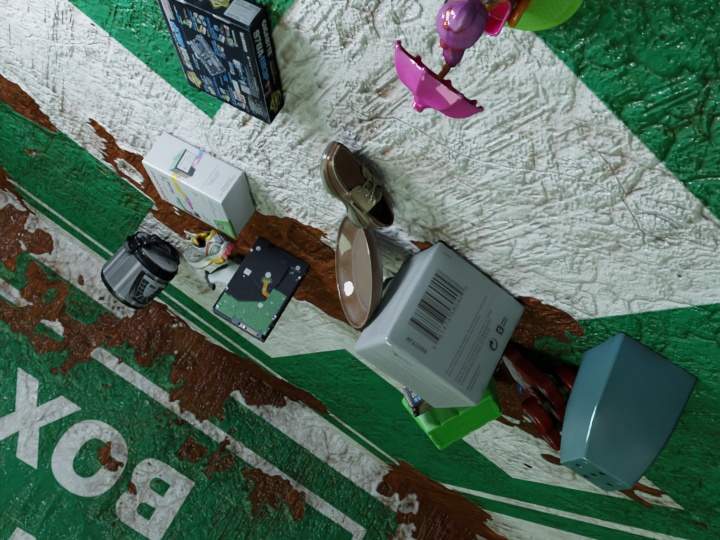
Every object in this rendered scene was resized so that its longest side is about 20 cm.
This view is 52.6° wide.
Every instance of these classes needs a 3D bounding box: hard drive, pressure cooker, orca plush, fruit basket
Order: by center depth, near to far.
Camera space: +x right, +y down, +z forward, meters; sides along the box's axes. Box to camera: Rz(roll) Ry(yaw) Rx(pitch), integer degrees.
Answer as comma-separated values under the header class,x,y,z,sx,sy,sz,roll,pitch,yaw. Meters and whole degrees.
class,x,y,z,sx,sy,sz,roll,pitch,yaw
fruit basket,0.194,0.260,1.593,0.213,0.218,0.156,15,154,37
hard drive,-0.221,0.041,1.625,0.138,0.202,0.038,27,159,8
orca plush,-0.314,0.021,1.891,0.198,0.108,0.070,-21,169,36
pressure cooker,-0.626,-0.013,2.097,0.179,0.200,0.176,45,-171,-9

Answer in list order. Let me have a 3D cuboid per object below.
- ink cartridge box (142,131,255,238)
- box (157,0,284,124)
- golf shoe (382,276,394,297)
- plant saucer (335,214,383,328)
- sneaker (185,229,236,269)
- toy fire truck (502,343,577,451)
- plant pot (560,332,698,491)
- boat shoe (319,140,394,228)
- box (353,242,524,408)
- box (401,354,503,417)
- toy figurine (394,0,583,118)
class,x,y,z,sx,sy,sz,roll,pitch,yaw
ink cartridge box,-0.323,-0.171,1.467,0.197,0.085,0.145,27,159,15
box,-0.194,-0.311,1.030,0.157,0.046,0.201,27,158,14
golf shoe,0.096,0.102,1.388,0.077,0.204,0.094,-3,163,-37
plant saucer,0.000,0.000,1.306,0.036,0.205,0.200,-5,169,-20
sneaker,-0.390,-0.062,1.832,0.082,0.079,0.198,46,146,-23
toy fire truck,0.351,0.237,1.403,0.168,0.112,0.201,45,175,49
plant pot,0.409,0.237,1.158,0.140,0.202,0.142,30,159,2
boat shoe,0.002,-0.130,1.126,0.071,0.077,0.200,14,162,30
box,0.132,0.101,1.254,0.199,0.201,0.171,36,159,-11
box,0.179,0.212,1.423,0.050,0.197,0.160,61,177,21
toy figurine,0.102,-0.221,0.615,0.148,0.186,0.200,30,159,3
